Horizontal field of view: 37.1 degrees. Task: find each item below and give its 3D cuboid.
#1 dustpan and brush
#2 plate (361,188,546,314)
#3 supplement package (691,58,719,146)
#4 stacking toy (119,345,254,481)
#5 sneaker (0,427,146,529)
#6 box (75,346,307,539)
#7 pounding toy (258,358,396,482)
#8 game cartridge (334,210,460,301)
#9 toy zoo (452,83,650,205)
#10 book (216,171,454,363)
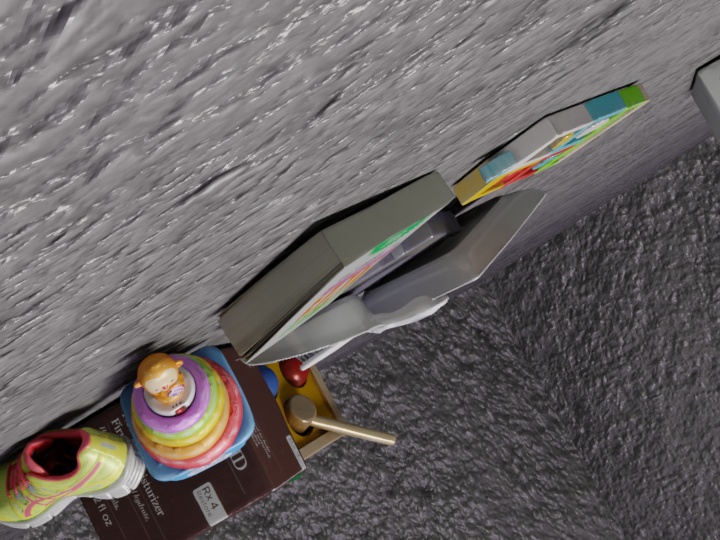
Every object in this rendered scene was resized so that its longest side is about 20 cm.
[{"bbox_3d":[-0.007,0.055,1.048,0.198,0.058,0.139,-32,174,19],"label":"dustpan and brush"},{"bbox_3d":[0.086,-0.016,1.155,0.198,0.033,0.200,-28,-169,41],"label":"plate"},{"bbox_3d":[0.469,-0.201,1.259,0.116,0.118,0.200,-31,174,13],"label":"supplement package"},{"bbox_3d":[-0.167,0.113,0.969,0.115,0.111,0.200,-26,163,-10],"label":"stacking toy"},{"bbox_3d":[-0.311,0.194,1.059,0.198,0.079,0.090,-22,144,21],"label":"sneaker"},{"bbox_3d":[-0.193,0.204,1.192,0.198,0.168,0.164,-31,174,8],"label":"box"},{"bbox_3d":[-0.090,0.185,1.372,0.141,0.202,0.183,-33,173,31],"label":"pounding toy"},{"bbox_3d":[0.000,0.000,1.080,0.198,0.039,0.129,-32,170,17],"label":"game cartridge"},{"bbox_3d":[0.169,-0.115,0.992,0.199,0.021,0.131,-24,172,-43],"label":"toy zoo"},{"bbox_3d":[-0.023,-0.005,0.893,0.133,0.048,0.200,-31,174,-37],"label":"book"}]
